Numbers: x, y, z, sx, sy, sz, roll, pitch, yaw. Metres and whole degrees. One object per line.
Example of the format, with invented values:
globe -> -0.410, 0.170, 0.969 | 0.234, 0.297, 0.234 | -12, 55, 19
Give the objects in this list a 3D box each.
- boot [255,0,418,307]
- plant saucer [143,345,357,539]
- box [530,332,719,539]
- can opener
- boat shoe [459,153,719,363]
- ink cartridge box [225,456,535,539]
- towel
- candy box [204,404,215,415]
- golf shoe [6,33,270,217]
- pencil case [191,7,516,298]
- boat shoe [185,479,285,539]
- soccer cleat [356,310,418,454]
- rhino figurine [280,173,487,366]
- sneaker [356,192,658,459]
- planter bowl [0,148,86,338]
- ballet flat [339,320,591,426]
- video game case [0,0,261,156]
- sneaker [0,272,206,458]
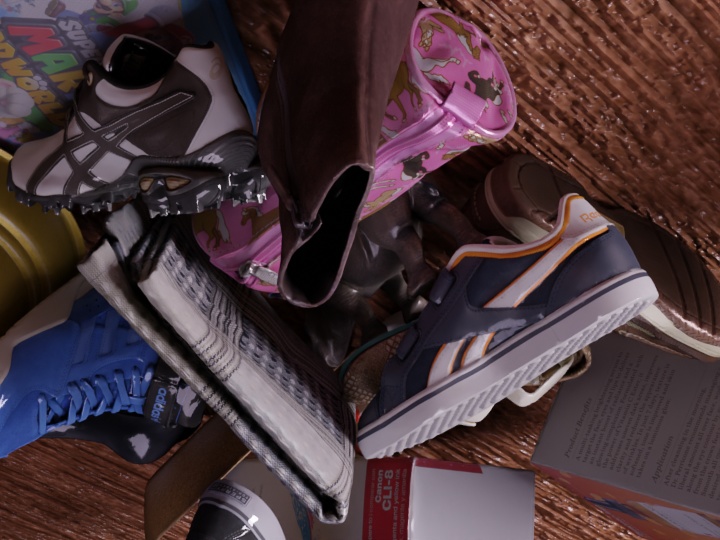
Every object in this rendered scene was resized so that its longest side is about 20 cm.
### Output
boot -> 0.003, -0.103, 0.712 | 0.072, 0.167, 0.201 | 11, 132, -16
plant saucer -> -0.086, 0.111, 1.087 | 0.035, 0.200, 0.200 | 46, 139, 1
box -> 0.244, 0.130, 1.049 | 0.199, 0.107, 0.152 | 10, 161, 48
can opener -> -0.202, 0.090, 1.051 | 0.198, 0.079, 0.063 | -1, -171, 3
boat shoe -> 0.143, 0.002, 0.967 | 0.202, 0.075, 0.075 | 33, 131, -20
ink cartridge box -> 0.009, 0.214, 1.168 | 0.199, 0.146, 0.145 | -7, 167, 43
towel -> -0.070, 0.035, 0.896 | 0.035, 0.193, 0.200 | -42, 99, 11
candy box -> -0.198, 0.048, 1.083 | 0.198, 0.056, 0.116 | 2, 147, 2
golf shoe -> -0.126, -0.080, 0.846 | 0.199, 0.095, 0.077 | 1, -165, 43
pencil case -> -0.005, -0.062, 0.855 | 0.082, 0.087, 0.200 | 3, 149, -47
boat shoe -> -0.069, 0.216, 1.019 | 0.068, 0.057, 0.201 | 11, 141, 31
soccer cleat -> 0.031, 0.078, 1.101 | 0.077, 0.070, 0.200 | -23, 164, -21
rhino figurine -> 0.000, 0.000, 0.975 | 0.060, 0.088, 0.200 | -26, 166, -36
sneaker -> 0.069, 0.032, 0.892 | 0.199, 0.080, 0.078 | -35, 165, 22
planter bowl -> -0.270, 0.011, 0.942 | 0.198, 0.084, 0.201 | 2, 135, 2
ballet flat -> 0.077, 0.060, 0.986 | 0.199, 0.065, 0.071 | -16, 145, -39
video game case -> -0.162, -0.113, 0.868 | 0.198, 0.018, 0.144 | -4, 146, 11
sneaker -> -0.151, 0.066, 0.948 | 0.111, 0.200, 0.077 | 34, 137, 9
